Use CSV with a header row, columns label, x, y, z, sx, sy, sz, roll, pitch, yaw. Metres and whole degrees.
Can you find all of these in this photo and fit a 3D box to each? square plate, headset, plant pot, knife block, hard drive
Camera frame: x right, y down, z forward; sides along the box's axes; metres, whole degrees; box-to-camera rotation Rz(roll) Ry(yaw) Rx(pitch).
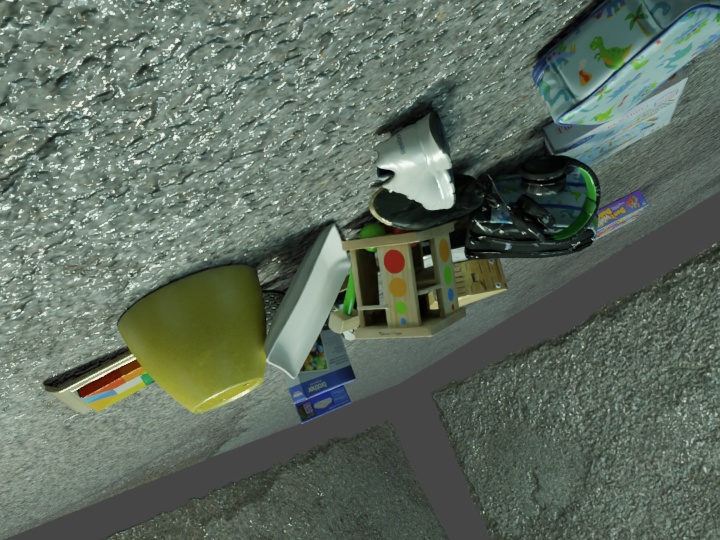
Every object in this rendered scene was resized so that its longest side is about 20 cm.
label,x,y,z,sx,sy,sz,roll,pitch,yaw
square plate,-0.076,0.047,1.072,0.202,0.028,0.198,-64,168,-11
headset,0.250,-0.097,1.045,0.197,0.094,0.125,7,111,-19
plant pot,-0.203,0.104,1.007,0.198,0.143,0.200,-25,167,-6
knife block,0.153,0.041,1.409,0.197,0.065,0.176,-11,166,-12
hard drive,0.146,-0.024,1.357,0.138,0.038,0.200,-13,167,0

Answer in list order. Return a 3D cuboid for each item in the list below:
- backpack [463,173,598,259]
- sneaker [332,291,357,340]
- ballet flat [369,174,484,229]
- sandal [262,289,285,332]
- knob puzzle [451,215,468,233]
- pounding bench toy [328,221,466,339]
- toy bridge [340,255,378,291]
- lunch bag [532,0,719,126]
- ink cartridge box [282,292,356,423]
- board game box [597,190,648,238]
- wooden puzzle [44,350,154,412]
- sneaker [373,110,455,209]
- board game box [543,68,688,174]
label,x,y,z,sx,sy,sz,roll,pitch,yaw
backpack,0.271,-0.082,1.180,0.197,0.156,0.164,11,158,10
sneaker,-0.020,0.075,1.395,0.086,0.081,0.200,-41,169,12
ballet flat,0.087,-0.092,1.011,0.198,0.068,0.056,-10,-168,-38
sandal,-0.188,0.087,1.151,0.199,0.076,0.045,-32,-159,6
knob puzzle,0.242,-0.092,1.359,0.217,0.031,0.220,-25,166,-6
pounding bench toy,0.031,0.008,1.093,0.198,0.158,0.124,-6,-173,32
toy bridge,0.000,0.000,1.219,0.198,0.027,0.067,-30,168,-9
lunch bag,0.294,-0.239,0.808,0.159,0.083,0.200,-13,161,-40
ink cartridge box,-0.077,0.129,1.206,0.042,0.203,0.119,-23,173,42
board game box,0.616,-0.122,1.918,0.198,0.045,0.135,-27,166,0
wooden puzzle,-0.364,0.167,1.162,0.198,0.038,0.185,-23,166,-15
sneaker,0.064,-0.120,0.879,0.086,0.075,0.200,-16,161,7
board game box,0.372,-0.216,1.122,0.198,0.042,0.199,-29,166,10
